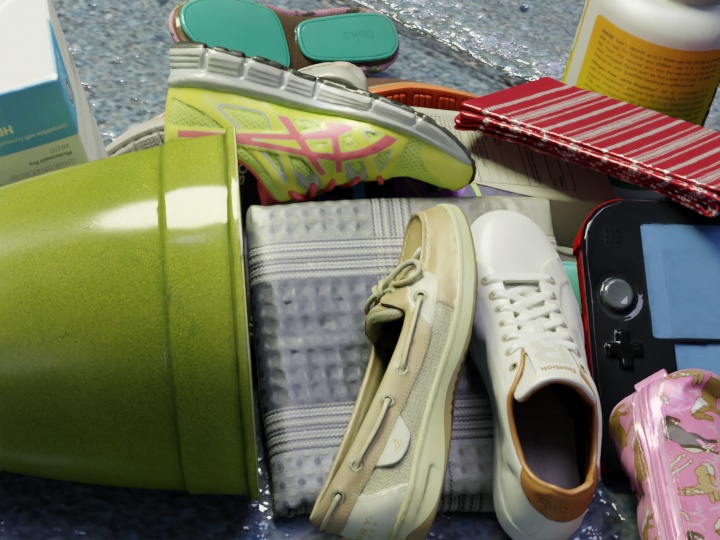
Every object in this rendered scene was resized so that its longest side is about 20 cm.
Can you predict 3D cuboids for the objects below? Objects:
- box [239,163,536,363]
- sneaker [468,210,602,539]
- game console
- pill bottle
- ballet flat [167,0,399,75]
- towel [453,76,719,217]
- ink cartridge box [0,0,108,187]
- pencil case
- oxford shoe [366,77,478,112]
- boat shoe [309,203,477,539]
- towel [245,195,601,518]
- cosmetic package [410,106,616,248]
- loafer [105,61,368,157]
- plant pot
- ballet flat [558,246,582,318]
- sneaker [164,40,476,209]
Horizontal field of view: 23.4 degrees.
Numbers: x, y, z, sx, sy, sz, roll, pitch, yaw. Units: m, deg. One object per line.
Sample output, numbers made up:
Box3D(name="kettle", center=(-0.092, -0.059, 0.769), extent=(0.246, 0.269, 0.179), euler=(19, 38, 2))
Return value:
Box3D(name="box", center=(0.000, 0.000, 1.074), extent=(0.199, 0.036, 0.144), euler=(12, 68, 0))
Box3D(name="sneaker", center=(0.103, 0.046, 0.970), extent=(0.072, 0.085, 0.201), euler=(-3, 65, -13))
Box3D(name="game console", center=(0.232, 0.044, 1.085), extent=(0.198, 0.031, 0.178), euler=(2, 68, -16))
Box3D(name="pill bottle", center=(0.212, -0.160, 1.269), extent=(0.112, 0.201, 0.113), euler=(9, 36, -6))
Box3D(name="ballet flat", center=(-0.064, -0.164, 1.298), extent=(0.199, 0.071, 0.070), euler=(-5, 76, -35))
Box3D(name="towel", center=(0.177, -0.086, 1.163), extent=(0.199, 0.023, 0.144), euler=(22, 24, 26))
Box3D(name="ink cartridge box", center=(-0.186, -0.058, 1.036), extent=(0.066, 0.201, 0.116), euler=(-17, 41, -3))
Box3D(name="pencil case", center=(0.186, 0.147, 0.945), extent=(0.082, 0.087, 0.201), euler=(2, 41, -4))
Box3D(name="oxford shoe", center=(-0.004, -0.117, 1.255), extent=(0.199, 0.072, 0.073), euler=(-1, 33, -20))
Box3D(name="boat shoe", center=(0.019, 0.052, 0.955), extent=(0.063, 0.073, 0.202), euler=(15, 70, -12))
Box3D(name="towel", center=(0.035, 0.048, 1.019), extent=(0.198, 0.035, 0.194), euler=(-2, 66, -14))
Box3D(name="cosmetic package", center=(0.066, -0.055, 1.191), extent=(0.198, 0.071, 0.106), euler=(6, 36, -10))
Box3D(name="loafer", center=(-0.085, -0.086, 1.148), extent=(0.199, 0.072, 0.063), euler=(-19, 22, 10))
Box3D(name="plant pot", center=(-0.155, 0.029, 0.929), extent=(0.191, 0.201, 0.201), euler=(-3, 38, -4))
Box3D(name="ballet flat", center=(0.111, 0.010, 1.136), extent=(0.199, 0.064, 0.068), euler=(16, 76, 3))
Box3D(name="sneaker", center=(-0.028, -0.072, 1.051), extent=(0.199, 0.091, 0.078), euler=(15, 4, -8))
